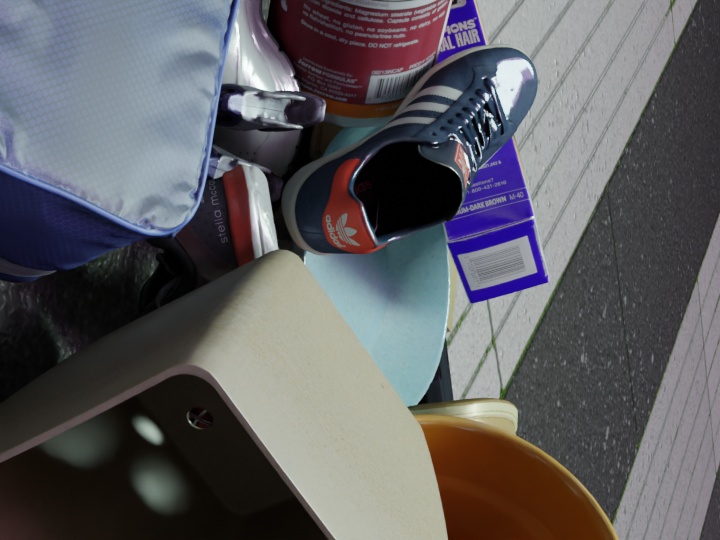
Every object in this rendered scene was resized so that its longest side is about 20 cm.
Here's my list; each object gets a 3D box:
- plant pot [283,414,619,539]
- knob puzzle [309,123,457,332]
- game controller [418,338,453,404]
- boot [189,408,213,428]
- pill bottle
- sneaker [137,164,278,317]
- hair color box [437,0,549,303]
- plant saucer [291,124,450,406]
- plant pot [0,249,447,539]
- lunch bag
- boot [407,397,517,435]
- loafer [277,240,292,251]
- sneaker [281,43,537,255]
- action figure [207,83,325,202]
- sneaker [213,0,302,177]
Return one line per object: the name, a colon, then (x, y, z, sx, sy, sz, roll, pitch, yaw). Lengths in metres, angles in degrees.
plant pot: (0.036, 0.220, 0.920, 0.200, 0.200, 0.183, -64, 175, -46)
knob puzzle: (0.016, -0.068, 1.173, 0.220, 0.030, 0.220, 48, 26, -33)
game controller: (0.046, 0.080, 1.250, 0.104, 0.042, 0.200, -131, -149, -66)
boot: (-0.100, 0.137, 0.906, 0.200, 0.072, 0.145, -19, 100, -66)
pill bottle: (0.006, -0.194, 0.939, 0.200, 0.113, 0.113, 104, 8, -45)
sneaker: (-0.082, 0.017, 0.862, 0.200, 0.082, 0.077, 84, -6, -50)
hair color box: (0.074, -0.092, 1.063, 0.109, 0.065, 0.200, 62, 12, -64)
plant saucer: (0.000, 0.000, 1.021, 0.201, 0.039, 0.201, 12, 76, -60)
plant pot: (-0.072, 0.107, 0.751, 0.200, 0.200, 0.177, 55, 27, -18)
lunch bag: (-0.149, -0.103, 0.690, 0.136, 0.132, 0.200, 30, 59, -38)
boot: (0.072, 0.172, 1.036, 0.200, 0.073, 0.156, 62, 27, -70)
loafer: (-0.020, 0.030, 1.093, 0.200, 0.070, 0.070, 23, 76, -59)
sneaker: (0.050, -0.070, 0.926, 0.200, 0.084, 0.075, -40, 116, -24)
action figure: (-0.111, -0.085, 0.837, 0.200, 0.069, 0.130, 8, 102, -53)
sneaker: (-0.092, -0.134, 0.933, 0.087, 0.074, 0.200, -33, 124, -38)
